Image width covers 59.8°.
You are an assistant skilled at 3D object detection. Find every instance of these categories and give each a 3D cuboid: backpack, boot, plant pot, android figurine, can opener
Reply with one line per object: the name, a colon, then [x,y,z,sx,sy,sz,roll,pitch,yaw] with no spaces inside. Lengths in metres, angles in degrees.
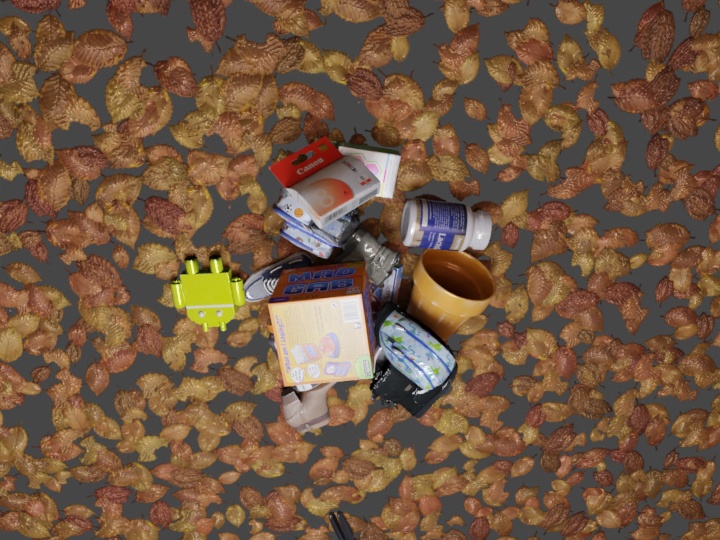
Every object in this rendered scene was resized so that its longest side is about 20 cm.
backpack: [-0.105,-0.123,1.426,0.190,0.200,0.154,36,92,-2]
boot: [-0.208,0.027,1.527,0.200,0.090,0.073,-32,112,9]
plant pot: [0.203,0.071,1.541,0.199,0.201,0.184,16,126,-12]
android figurine: [-0.374,0.060,1.548,0.181,0.041,0.201,-1,112,3]
backpack: [0.128,0.185,1.459,0.199,0.154,0.163,21,155,25]
boot: [-0.118,0.357,1.696,0.199,0.070,0.147,-22,120,6]
can opener: [-0.045,0.812,1.896,0.063,0.079,0.201,-11,105,9]
boot: [0.130,0.275,1.592,0.162,0.073,0.199,33,107,-14]
boot: [0.000,0.000,1.495,0.130,0.068,0.200,39,125,0]

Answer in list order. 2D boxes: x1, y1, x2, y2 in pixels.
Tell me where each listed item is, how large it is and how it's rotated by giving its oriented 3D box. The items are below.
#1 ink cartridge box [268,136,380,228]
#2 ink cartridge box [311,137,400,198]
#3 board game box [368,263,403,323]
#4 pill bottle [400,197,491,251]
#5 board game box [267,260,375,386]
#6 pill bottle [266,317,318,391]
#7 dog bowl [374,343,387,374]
ink cartridge box: [-0.078,-0.204,1.336,0.162,0.200,0.050,-33,159,-20]
ink cartridge box: [-0.015,-0.237,1.448,0.199,0.059,0.104,8,112,-8]
board game box: [0.026,0.063,1.559,0.135,0.034,0.201,19,115,21]
pill bottle: [0.203,-0.106,1.493,0.199,0.116,0.116,6,113,-7]
board game box: [-0.078,0.114,1.403,0.199,0.200,0.201,-6,111,5]
pill bottle: [-0.168,0.200,1.597,0.106,0.106,0.201,-22,114,5]
dog bowl: [0.126,0.235,1.653,0.199,0.079,0.201,-2,113,-4]
